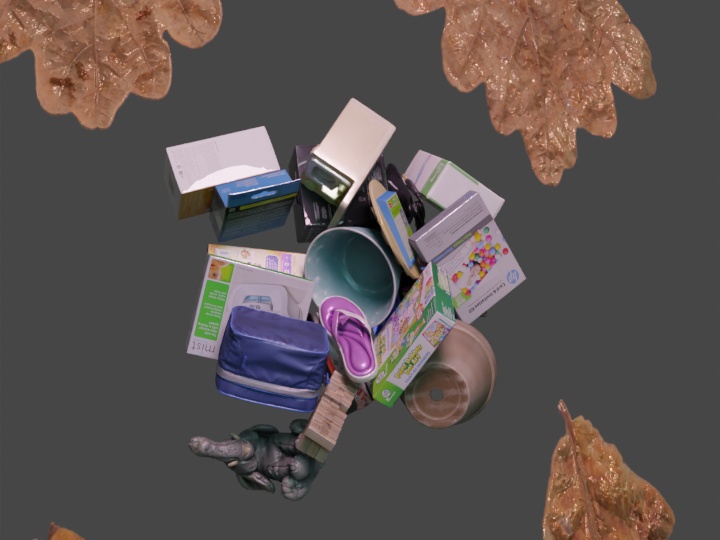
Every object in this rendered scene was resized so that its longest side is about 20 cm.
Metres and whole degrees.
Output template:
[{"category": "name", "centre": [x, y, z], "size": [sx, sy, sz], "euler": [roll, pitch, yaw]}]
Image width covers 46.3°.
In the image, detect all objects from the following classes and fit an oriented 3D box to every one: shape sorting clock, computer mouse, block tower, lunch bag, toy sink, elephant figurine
[{"category": "shape sorting clock", "centre": [0.063, -0.076, 1.574], "size": [0.039, 0.200, 0.204], "euler": [-21, 74, 14]}, {"category": "computer mouse", "centre": [0.077, -0.152, 1.685], "size": [0.045, 0.141, 0.202], "euler": [-20, 57, -7]}, {"category": "block tower", "centre": [-0.054, 0.247, 1.442], "size": [0.053, 0.058, 0.200], "euler": [30, 24, 0]}, {"category": "lunch bag", "centre": [-0.142, 0.158, 1.420], "size": [0.196, 0.136, 0.135], "euler": [15, 106, -8]}, {"category": "toy sink", "centre": [-0.039, -0.198, 1.588], "size": [0.111, 0.131, 0.202], "euler": [32, 67, -2]}, {"category": "elephant figurine", "centre": [-0.176, 0.319, 1.466], "size": [0.195, 0.158, 0.142], "euler": [1, 30, 11]}]

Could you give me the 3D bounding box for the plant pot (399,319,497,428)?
[{"category": "plant pot", "centre": [0.145, 0.200, 1.524], "size": [0.195, 0.173, 0.205], "euler": [2, 98, 12]}]

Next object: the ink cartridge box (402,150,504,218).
[{"category": "ink cartridge box", "centre": [0.178, -0.158, 1.682], "size": [0.144, 0.200, 0.088], "euler": [32, 94, -18]}]

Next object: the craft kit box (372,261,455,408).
[{"category": "craft kit box", "centre": [0.090, 0.110, 1.489], "size": [0.048, 0.199, 0.201], "euler": [27, 22, -11]}]

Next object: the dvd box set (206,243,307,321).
[{"category": "dvd box set", "centre": [-0.199, 0.032, 1.612], "size": [0.196, 0.029, 0.150], "euler": [5, 70, -15]}]

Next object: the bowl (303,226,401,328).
[{"category": "bowl", "centre": [0.000, 0.000, 1.611], "size": [0.201, 0.201, 0.105], "euler": [46, 34, 5]}]

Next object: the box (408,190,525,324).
[{"category": "box", "centre": [0.202, -0.022, 1.587], "size": [0.155, 0.041, 0.202], "euler": [-36, 110, -9]}]

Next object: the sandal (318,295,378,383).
[{"category": "sandal", "centre": [-0.017, 0.110, 1.515], "size": [0.081, 0.050, 0.204], "euler": [-20, 50, -12]}]

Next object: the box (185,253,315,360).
[{"category": "box", "centre": [-0.201, 0.080, 1.524], "size": [0.196, 0.097, 0.180], "euler": [15, 89, -14]}]

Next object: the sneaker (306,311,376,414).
[{"category": "sneaker", "centre": [-0.022, 0.159, 1.596], "size": [0.106, 0.067, 0.205], "euler": [-21, 81, -20]}]

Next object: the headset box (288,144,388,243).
[{"category": "headset box", "centre": [-0.048, -0.154, 1.691], "size": [0.196, 0.093, 0.178], "euler": [-4, 71, -17]}]

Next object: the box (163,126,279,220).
[{"category": "box", "centre": [-0.269, -0.187, 1.623], "size": [0.196, 0.125, 0.099], "euler": [-17, 75, -20]}]

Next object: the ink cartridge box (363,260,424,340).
[{"category": "ink cartridge box", "centre": [0.105, 0.031, 1.694], "size": [0.196, 0.043, 0.202], "euler": [-8, 74, -18]}]

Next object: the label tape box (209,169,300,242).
[{"category": "label tape box", "centre": [-0.201, -0.134, 1.580], "size": [0.141, 0.200, 0.067], "euler": [-16, 72, -21]}]

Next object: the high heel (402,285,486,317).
[{"category": "high heel", "centre": [0.172, 0.028, 1.649], "size": [0.196, 0.067, 0.098], "euler": [11, 79, -19]}]
